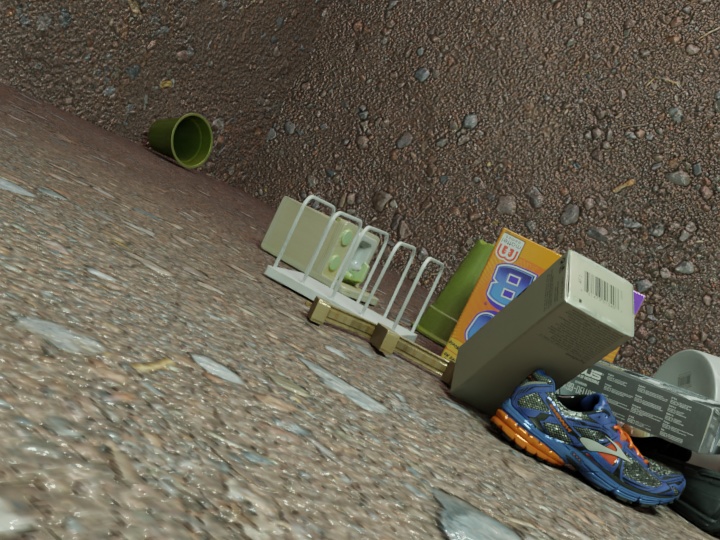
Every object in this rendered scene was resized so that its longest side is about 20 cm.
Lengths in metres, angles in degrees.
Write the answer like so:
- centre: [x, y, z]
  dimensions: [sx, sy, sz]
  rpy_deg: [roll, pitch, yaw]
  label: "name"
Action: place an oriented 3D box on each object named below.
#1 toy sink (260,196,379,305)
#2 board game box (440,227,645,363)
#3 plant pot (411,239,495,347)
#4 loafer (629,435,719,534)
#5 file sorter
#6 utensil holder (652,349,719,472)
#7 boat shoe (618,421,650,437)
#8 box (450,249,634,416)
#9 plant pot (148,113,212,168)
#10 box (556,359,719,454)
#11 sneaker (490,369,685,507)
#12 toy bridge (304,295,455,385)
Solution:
- centre: [-0.049, -0.038, 1.382]
  dimensions: [0.199, 0.113, 0.130]
  rpy_deg: [29, 4, 32]
  label: "toy sink"
- centre: [0.246, 0.080, 1.095]
  dimensions: [0.199, 0.201, 0.200]
  rpy_deg: [27, 3, 11]
  label: "board game box"
- centre: [0.218, 0.055, 1.371]
  dimensions: [0.199, 0.191, 0.200]
  rpy_deg: [26, 2, -1]
  label: "plant pot"
- centre: [0.340, 0.215, 0.874]
  dimensions: [0.068, 0.071, 0.200]
  rpy_deg: [24, 4, -33]
  label: "loafer"
- centre: [0.000, 0.000, 1.079]
  dimensions: [0.199, 0.125, 0.139]
  rpy_deg: [28, 4, 16]
  label: "file sorter"
- centre: [0.534, 0.219, 1.123]
  dimensions: [0.199, 0.171, 0.170]
  rpy_deg: [19, 5, -12]
  label: "utensil holder"
- centre: [0.350, 0.213, 1.050]
  dimensions: [0.068, 0.075, 0.200]
  rpy_deg: [34, 13, 24]
  label: "boat shoe"
- centre: [0.176, 0.072, 0.784]
  dimensions: [0.082, 0.069, 0.200]
  rpy_deg: [28, -42, -12]
  label: "box"
- centre: [-0.692, -0.494, 2.953]
  dimensions: [0.189, 0.202, 0.200]
  rpy_deg: [13, -5, 36]
  label: "plant pot"
- centre: [0.304, 0.140, 0.858]
  dimensions: [0.199, 0.050, 0.157]
  rpy_deg: [20, 2, 43]
  label: "box"
- centre: [0.227, 0.161, 0.749]
  dimensions: [0.199, 0.079, 0.075]
  rpy_deg: [26, 4, -9]
  label: "sneaker"
- centre: [0.026, 0.078, 0.904]
  dimensions: [0.199, 0.027, 0.067]
  rpy_deg: [26, 1, -11]
  label: "toy bridge"
